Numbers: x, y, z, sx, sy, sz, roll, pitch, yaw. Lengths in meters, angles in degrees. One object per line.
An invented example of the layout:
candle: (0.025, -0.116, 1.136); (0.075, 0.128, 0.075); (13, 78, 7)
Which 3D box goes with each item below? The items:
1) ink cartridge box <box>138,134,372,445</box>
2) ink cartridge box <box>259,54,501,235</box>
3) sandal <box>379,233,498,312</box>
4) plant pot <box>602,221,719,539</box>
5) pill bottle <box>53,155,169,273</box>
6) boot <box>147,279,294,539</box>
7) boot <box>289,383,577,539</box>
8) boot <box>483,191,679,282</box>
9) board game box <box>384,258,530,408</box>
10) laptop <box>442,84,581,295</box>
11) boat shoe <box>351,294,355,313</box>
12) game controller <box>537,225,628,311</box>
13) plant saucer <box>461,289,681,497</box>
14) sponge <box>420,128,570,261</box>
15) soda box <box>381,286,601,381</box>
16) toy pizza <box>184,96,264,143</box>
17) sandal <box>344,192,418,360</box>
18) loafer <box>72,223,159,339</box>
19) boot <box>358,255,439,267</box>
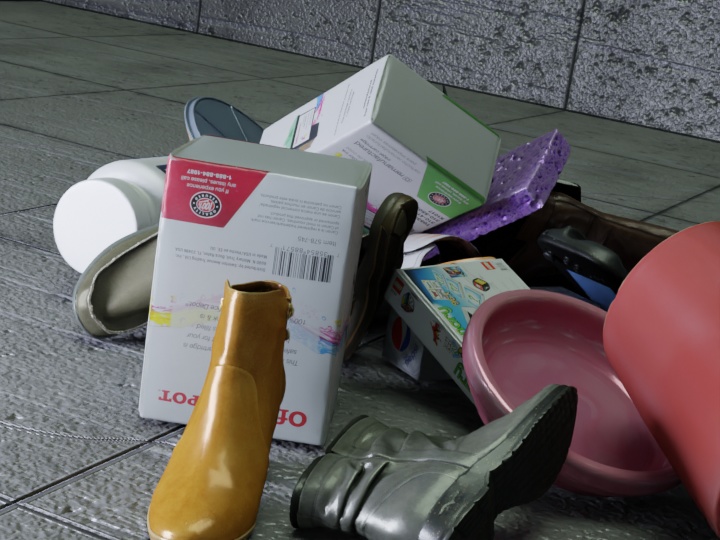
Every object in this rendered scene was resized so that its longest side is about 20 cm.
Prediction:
ink cartridge box: (-0.078, 0.012, 1.135); (0.144, 0.201, 0.145); (10, 11, 2)
ink cartridge box: (0.009, -0.099, 1.391); (0.145, 0.084, 0.200); (33, -34, -27)
sandal: (0.045, -0.003, 1.391); (0.079, 0.060, 0.206); (1, -12, -38)
plant pot: (0.278, 0.071, 1.044); (0.199, 0.201, 0.177); (-1, 34, -33)
pill bottle: (-0.208, -0.049, 1.435); (0.119, 0.120, 0.200); (14, 11, 19)
boot: (-0.088, 0.084, 0.955); (0.070, 0.145, 0.201); (9, 14, 5)
boot: (0.050, 0.118, 0.980); (0.130, 0.068, 0.200); (19, 37, 32)
boot: (0.229, 0.009, 1.479); (0.199, 0.187, 0.064); (16, 49, -12)
board game box: (0.124, 0.067, 1.221); (0.126, 0.035, 0.200); (-5, 43, -39)
laptop: (0.160, -0.073, 1.573); (0.199, 0.188, 0.116); (15, 49, 23)
boat shoe: (-0.057, 0.023, 1.319); (0.072, 0.073, 0.200); (39, 34, 22)
game controller: (0.244, 0.031, 1.394); (0.200, 0.042, 0.104); (44, -1, -37)
plant saucer: (0.163, 0.099, 1.121); (0.200, 0.051, 0.201); (18, 35, -13)
sponge: (0.106, -0.065, 1.434); (0.199, 0.030, 0.112); (-24, 22, 38)
soda box: (0.121, 0.056, 1.348); (0.199, 0.069, 0.063); (-1, 18, -33)
toy pizza: (-0.110, -0.094, 1.501); (0.200, 0.032, 0.200); (42, 20, -20)
sandal: (0.000, 0.000, 1.255); (0.054, 0.200, 0.082); (26, 57, 8)
loafer: (-0.158, -0.011, 1.275); (0.200, 0.075, 0.070); (-36, 15, -19)
boot: (-0.001, -0.022, 1.581); (0.199, 0.070, 0.174); (-2, 18, -31)
